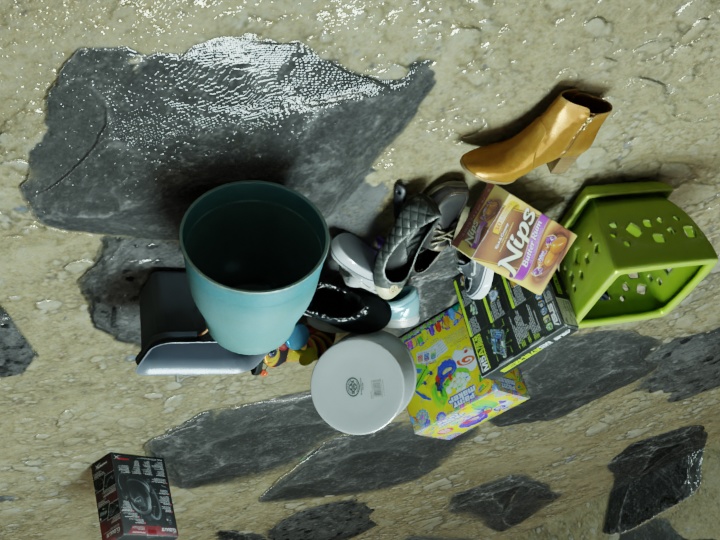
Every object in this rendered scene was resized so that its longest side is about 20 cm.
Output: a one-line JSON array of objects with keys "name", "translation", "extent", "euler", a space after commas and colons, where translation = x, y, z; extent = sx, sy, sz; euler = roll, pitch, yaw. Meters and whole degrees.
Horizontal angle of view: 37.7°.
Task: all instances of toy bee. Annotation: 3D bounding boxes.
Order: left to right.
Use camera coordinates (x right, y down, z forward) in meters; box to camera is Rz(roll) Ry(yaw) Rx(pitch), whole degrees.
[{"name": "toy bee", "translation": [-0.142, 0.130, 1.827], "extent": [0.199, 0.109, 0.131], "euler": [18, -175, -20]}]

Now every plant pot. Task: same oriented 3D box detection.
[{"name": "plant pot", "translation": [-0.149, 0.011, 1.472], "extent": [0.199, 0.201, 0.188], "euler": [-8, 142, -14]}, {"name": "plant pot", "translation": [0.436, -0.034, 1.750], "extent": [0.198, 0.182, 0.200], "euler": [-6, 150, -19]}]

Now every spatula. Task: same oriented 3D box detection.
[{"name": "spatula", "translation": [0.054, -0.070, 1.641], "extent": [0.021, 0.056, 0.200], "euler": [-40, 156, -30]}]

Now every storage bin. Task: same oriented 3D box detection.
[{"name": "storage bin", "translation": [-0.248, 0.073, 1.629], "extent": [0.199, 0.135, 0.146], "euler": [1, 152, -30]}]

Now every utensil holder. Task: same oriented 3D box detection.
[{"name": "utensil holder", "translation": [0.005, 0.188, 1.800], "extent": [0.169, 0.171, 0.200], "euler": [-20, 177, 7]}]

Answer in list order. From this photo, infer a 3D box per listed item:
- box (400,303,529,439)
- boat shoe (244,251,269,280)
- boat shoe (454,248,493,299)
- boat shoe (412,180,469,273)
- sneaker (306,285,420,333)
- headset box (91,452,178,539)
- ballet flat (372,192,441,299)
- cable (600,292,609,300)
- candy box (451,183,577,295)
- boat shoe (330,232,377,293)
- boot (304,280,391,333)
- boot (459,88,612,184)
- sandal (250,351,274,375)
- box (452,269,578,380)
[{"name": "box", "translation": [0.186, 0.192, 2.019], "extent": [0.200, 0.194, 0.122], "euler": [-32, 148, 29]}, {"name": "boat shoe", "translation": [-0.156, -0.019, 1.593], "extent": [0.201, 0.061, 0.072], "euler": [-19, 152, 4]}, {"name": "boat shoe", "translation": [0.188, -0.023, 1.757], "extent": [0.067, 0.072, 0.200], "euler": [-3, 144, -10]}, {"name": "boat shoe", "translation": [0.123, -0.064, 1.646], "extent": [0.074, 0.074, 0.200], "euler": [-4, 150, -22]}, {"name": "sneaker", "translation": [0.005, 0.054, 1.826], "extent": [0.199, 0.074, 0.082], "euler": [-5, 121, -10]}, {"name": "headset box", "translation": [-0.472, 0.495, 2.215], "extent": [0.077, 0.201, 0.148], "euler": [-33, 148, 29]}, {"name": "ballet flat", "translation": [0.067, -0.029, 1.610], "extent": [0.066, 0.057, 0.201], "euler": [-7, 135, -32]}, {"name": "cable", "translation": [0.409, 0.064, 2.056], "extent": [0.162, 0.051, 0.200], "euler": [-13, 153, -6]}, {"name": "candy box", "translation": [0.245, -0.048, 1.665], "extent": [0.199, 0.056, 0.117], "euler": [24, 99, -42]}, {"name": "boat shoe", "translation": [0.000, 0.000, 1.698], "extent": [0.065, 0.074, 0.200], "euler": [-32, 148, 19]}, {"name": "boot", "translation": [-0.025, 0.057, 1.695], "extent": [0.197, 0.074, 0.162], "euler": [15, 174, -15]}, {"name": "boot", "translation": [0.249, -0.196, 1.492], "extent": [0.200, 0.071, 0.144], "euler": [-6, 145, -26]}, {"name": "sandal", "translation": [-0.150, 0.088, 1.705], "extent": [0.048, 0.075, 0.201], "euler": [1, 121, -18]}, {"name": "box", "translation": [0.260, 0.057, 1.803], "extent": [0.047, 0.201, 0.193], "euler": [12, 140, -39]}]
